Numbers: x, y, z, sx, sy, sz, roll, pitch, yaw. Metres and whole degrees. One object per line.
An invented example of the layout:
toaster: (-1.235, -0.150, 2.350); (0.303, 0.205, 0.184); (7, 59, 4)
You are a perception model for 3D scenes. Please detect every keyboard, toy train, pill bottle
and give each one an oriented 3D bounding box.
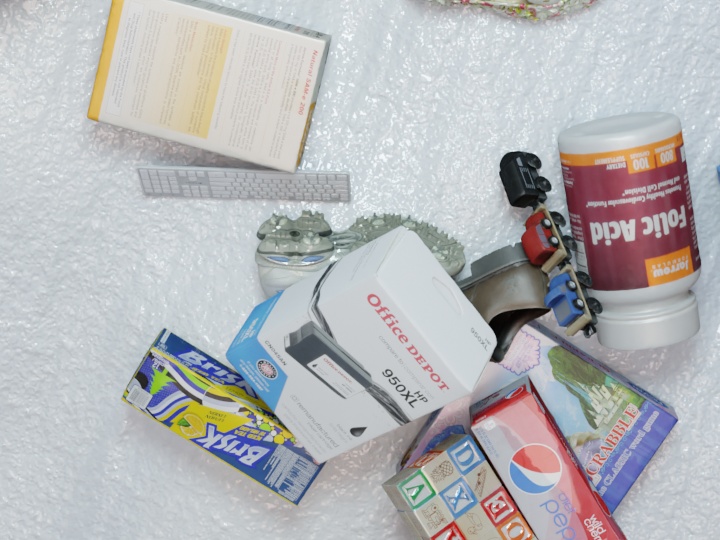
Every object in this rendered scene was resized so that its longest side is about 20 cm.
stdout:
keyboard: (-0.108, -0.081, 1.544); (0.199, 0.056, 0.011); (1, 70, 2)
toy train: (0.168, -0.027, 1.490); (0.046, 0.201, 0.034); (6, 143, -36)
pill bottle: (0.249, -0.036, 1.505); (0.113, 0.114, 0.201); (-10, 102, 5)

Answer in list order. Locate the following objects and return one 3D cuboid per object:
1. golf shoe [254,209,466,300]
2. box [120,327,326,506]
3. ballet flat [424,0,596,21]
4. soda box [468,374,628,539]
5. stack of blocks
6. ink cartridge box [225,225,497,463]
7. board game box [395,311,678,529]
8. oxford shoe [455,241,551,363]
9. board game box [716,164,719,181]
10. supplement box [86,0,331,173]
golf shoe: (0.000, 0.000, 1.559); (0.199, 0.078, 0.098); (5, 123, 4)
box: (-0.126, 0.140, 1.585); (0.199, 0.070, 0.064); (33, 104, -5)
ballet flat: (0.131, -0.261, 1.485); (0.199, 0.064, 0.076); (0, 102, 2)
soda box: (0.179, 0.203, 1.546); (0.070, 0.063, 0.201); (-30, 100, 8)
stack of blocks: (0.102, 0.267, 1.537); (0.115, 0.059, 0.201); (-33, 93, -15)
ink cartridge box: (0.000, 0.070, 1.493); (0.200, 0.084, 0.145); (-29, 109, 37)
board game box: (0.169, 0.166, 1.592); (0.199, 0.041, 0.201); (31, 102, -4)
oxford shoe: (0.091, 0.056, 1.532); (0.200, 0.073, 0.085); (-33, 62, 27)
board game box: (0.392, -0.012, 1.452); (0.096, 0.200, 0.160); (-13, 101, 6)
supplement box: (-0.137, -0.178, 1.511); (0.199, 0.074, 0.127); (15, 103, -1)
